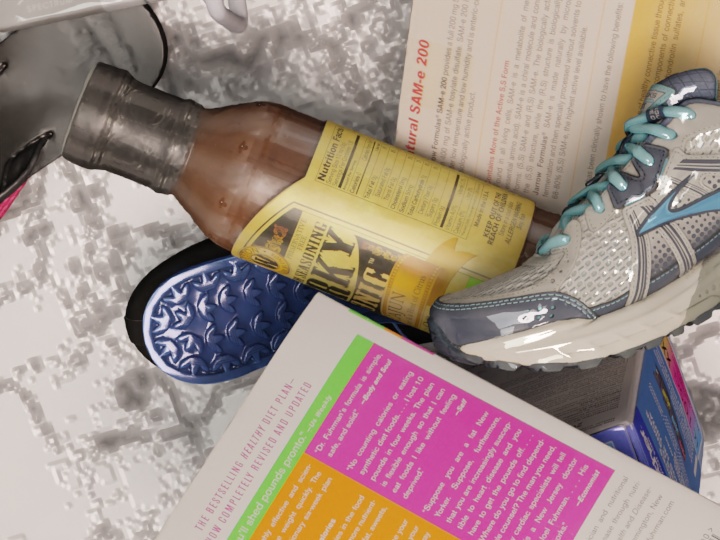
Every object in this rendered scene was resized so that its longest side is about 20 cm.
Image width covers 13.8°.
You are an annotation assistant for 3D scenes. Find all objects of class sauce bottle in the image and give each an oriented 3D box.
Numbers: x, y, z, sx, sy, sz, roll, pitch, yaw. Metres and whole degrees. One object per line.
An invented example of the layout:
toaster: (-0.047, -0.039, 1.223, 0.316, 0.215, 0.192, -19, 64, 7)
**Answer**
sauce bottle: (-0.017, -0.026, 1.152, 0.200, 0.065, 0.065, 21, 106, 0)

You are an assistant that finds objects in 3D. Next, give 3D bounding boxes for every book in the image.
book: (0.035, 0.108, 1.063, 0.200, 0.048, 0.134, 28, 83, 23)

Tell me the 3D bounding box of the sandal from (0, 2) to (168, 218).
sandal: (-0.168, -0.049, 1.248, 0.200, 0.045, 0.075, -39, 95, 15)

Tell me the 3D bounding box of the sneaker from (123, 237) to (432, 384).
sneaker: (0.000, 0.000, 1.228, 0.200, 0.078, 0.070, -10, 100, -11)

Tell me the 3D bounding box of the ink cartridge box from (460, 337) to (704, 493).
ink cartridge box: (0.059, 0.091, 1.166, 0.136, 0.200, 0.076, -20, 100, 13)

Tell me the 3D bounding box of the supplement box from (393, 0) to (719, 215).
supplement box: (0.118, -0.083, 1.164, 0.200, 0.074, 0.126, 12, 125, 6)

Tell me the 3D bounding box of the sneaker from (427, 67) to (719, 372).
sneaker: (0.111, -0.027, 1.091, 0.200, 0.078, 0.086, -23, 102, -10)

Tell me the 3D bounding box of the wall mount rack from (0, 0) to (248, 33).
wall mount rack: (-0.120, -0.170, 1.199, 0.200, 0.075, 0.174, -11, 83, 10)
